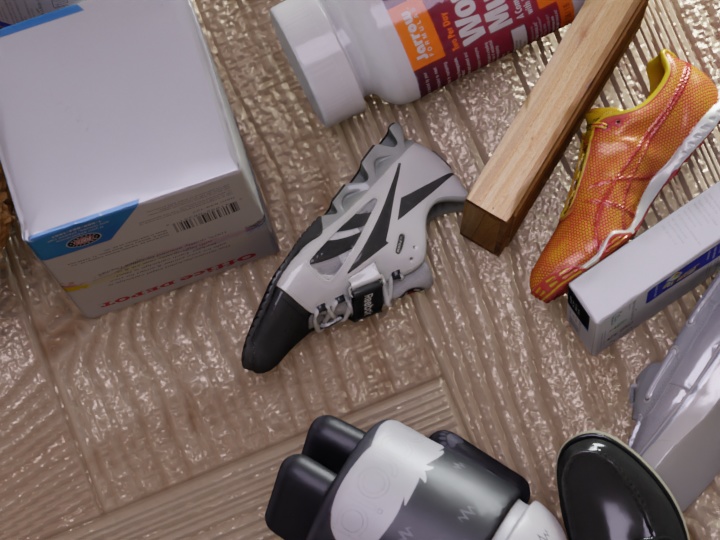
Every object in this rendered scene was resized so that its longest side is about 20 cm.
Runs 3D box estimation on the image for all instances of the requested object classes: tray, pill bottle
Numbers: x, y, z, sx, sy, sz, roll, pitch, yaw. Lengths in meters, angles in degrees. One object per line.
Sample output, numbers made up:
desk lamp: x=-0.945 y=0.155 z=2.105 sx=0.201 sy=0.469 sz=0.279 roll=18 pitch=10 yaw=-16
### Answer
tray: x=0.134 y=-0.111 z=1.717 sx=0.037 sy=0.099 sz=0.201 roll=30 pitch=79 yaw=6
pill bottle: x=0.046 y=-0.181 z=1.737 sx=0.199 sy=0.110 sz=0.110 roll=-27 pitch=76 yaw=-3

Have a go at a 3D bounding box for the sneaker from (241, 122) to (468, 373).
sneaker: x=0.000 y=0.000 z=1.714 sx=0.088 sy=0.074 sz=0.200 roll=36 pitch=77 yaw=7

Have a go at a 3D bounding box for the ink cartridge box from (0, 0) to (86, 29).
ink cartridge box: x=-0.263 y=-0.192 z=1.714 sx=0.199 sy=0.198 sz=0.047 roll=18 pitch=75 yaw=7

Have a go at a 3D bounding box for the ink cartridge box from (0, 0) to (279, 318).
ink cartridge box: x=-0.152 y=-0.078 z=1.678 sx=0.146 sy=0.200 sz=0.145 roll=-19 pitch=74 yaw=-1

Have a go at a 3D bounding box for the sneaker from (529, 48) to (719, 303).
sneaker: x=0.167 y=-0.062 z=1.719 sx=0.077 sy=0.073 sz=0.200 roll=38 pitch=70 yaw=-2

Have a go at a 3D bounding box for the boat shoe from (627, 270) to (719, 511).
boat shoe: x=0.216 y=0.082 z=1.689 sx=0.068 sy=0.072 sz=0.201 roll=32 pitch=92 yaw=39

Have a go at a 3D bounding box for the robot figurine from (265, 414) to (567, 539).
robot figurine: x=0.039 y=0.177 z=1.646 sx=0.199 sy=0.125 sz=0.151 roll=28 pitch=85 yaw=10

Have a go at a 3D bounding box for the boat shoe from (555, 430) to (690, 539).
boat shoe: x=0.179 y=0.199 z=1.628 sx=0.073 sy=0.063 sz=0.202 roll=-21 pitch=95 yaw=16

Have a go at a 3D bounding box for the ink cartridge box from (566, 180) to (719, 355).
ink cartridge box: x=0.227 y=-0.021 z=1.693 sx=0.199 sy=0.099 sz=0.039 roll=-32 pitch=75 yaw=-5

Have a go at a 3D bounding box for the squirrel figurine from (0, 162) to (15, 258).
squirrel figurine: x=-0.288 y=-0.071 z=1.696 sx=0.141 sy=0.200 sz=0.188 roll=21 pitch=59 yaw=-26
